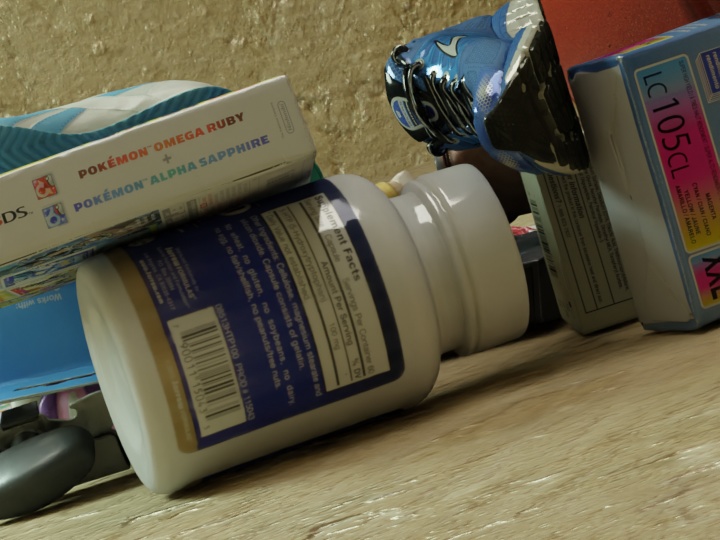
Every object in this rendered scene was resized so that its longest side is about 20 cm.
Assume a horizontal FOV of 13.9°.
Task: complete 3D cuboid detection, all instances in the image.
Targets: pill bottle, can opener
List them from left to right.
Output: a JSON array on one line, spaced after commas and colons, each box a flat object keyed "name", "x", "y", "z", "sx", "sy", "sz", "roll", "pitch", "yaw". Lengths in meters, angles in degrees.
[{"name": "can opener", "x": -0.107, "y": 0.086, "z": 1.515, "sx": 0.199, "sy": 0.054, "sz": 0.067, "roll": -17, "pitch": 36, "yaw": 6}, {"name": "pill bottle", "x": -0.026, "y": 0.021, "z": 1.419, "sx": 0.199, "sy": 0.120, "sz": 0.120, "roll": -18, "pitch": 4, "yaw": -13}]

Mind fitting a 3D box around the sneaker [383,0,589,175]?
[{"name": "sneaker", "x": 0.060, "y": -0.082, "z": 1.454, "sx": 0.089, "sy": 0.079, "sz": 0.200, "roll": -18, "pitch": 11, "yaw": 4}]

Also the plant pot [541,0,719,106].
[{"name": "plant pot", "x": 0.245, "y": -0.143, "z": 1.814, "sx": 0.199, "sy": 0.177, "sz": 0.200, "roll": -19, "pitch": -15, "yaw": -23}]

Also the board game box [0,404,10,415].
[{"name": "board game box", "x": -0.209, "y": 0.100, "z": 1.744, "sx": 0.134, "sy": 0.034, "sz": 0.200, "roll": -16, "pitch": 5, "yaw": 18}]

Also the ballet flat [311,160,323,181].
[{"name": "ballet flat", "x": -0.115, "y": -0.060, "z": 1.749, "sx": 0.199, "sy": 0.068, "sz": 0.070, "roll": 6, "pitch": -8, "yaw": -39}]

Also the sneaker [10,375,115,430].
[{"name": "sneaker", "x": -0.103, "y": 0.055, "z": 1.654, "sx": 0.088, "sy": 0.081, "sz": 0.200, "roll": -8, "pitch": 15, "yaw": 37}]

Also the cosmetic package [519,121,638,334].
[{"name": "cosmetic package", "x": 0.189, "y": -0.047, "z": 1.523, "sx": 0.199, "sy": 0.106, "sz": 0.071, "roll": -16, "pitch": 6, "yaw": -2}]

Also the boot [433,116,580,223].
[{"name": "boot", "x": 0.160, "y": -0.090, "z": 1.645, "sx": 0.199, "sy": 0.065, "sz": 0.186, "roll": -25, "pitch": -10, "yaw": 33}]

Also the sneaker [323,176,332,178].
[{"name": "sneaker", "x": -0.092, "y": -0.036, "z": 1.824, "sx": 0.199, "sy": 0.083, "sz": 0.074, "roll": -12, "pitch": -20, "yaw": -16}]

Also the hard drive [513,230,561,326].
[{"name": "hard drive", "x": 0.089, "y": 0.005, "z": 1.666, "sx": 0.134, "sy": 0.043, "sz": 0.200, "roll": -15, "pitch": 4, "yaw": 27}]

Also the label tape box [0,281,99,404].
[{"name": "label tape box", "x": -0.156, "y": 0.011, "z": 1.588, "sx": 0.142, "sy": 0.067, "sz": 0.200, "roll": -13, "pitch": 12, "yaw": 9}]

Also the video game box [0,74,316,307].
[{"name": "video game box", "x": -0.114, "y": -0.034, "z": 1.432, "sx": 0.181, "sy": 0.047, "sz": 0.200, "roll": -22, "pitch": -3, "yaw": -4}]

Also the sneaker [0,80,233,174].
[{"name": "sneaker", "x": -0.157, "y": -0.053, "z": 1.573, "sx": 0.199, "sy": 0.077, "sz": 0.081, "roll": -11, "pitch": 8, "yaw": -13}]

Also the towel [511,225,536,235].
[{"name": "towel", "x": 0.181, "y": -0.040, "z": 2.010, "sx": 0.143, "sy": 0.023, "sz": 0.200, "roll": -18, "pitch": 4, "yaw": -9}]

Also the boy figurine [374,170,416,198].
[{"name": "boy figurine", "x": 0.000, "y": 0.000, "z": 1.723, "sx": 0.064, "sy": 0.125, "sz": 0.200, "roll": 32, "pitch": 25, "yaw": 19}]

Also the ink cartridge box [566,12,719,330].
[{"name": "ink cartridge box", "x": 0.216, "y": -0.067, "z": 1.424, "sx": 0.199, "sy": 0.137, "sz": 0.076, "roll": -19, "pitch": 7, "yaw": -18}]
